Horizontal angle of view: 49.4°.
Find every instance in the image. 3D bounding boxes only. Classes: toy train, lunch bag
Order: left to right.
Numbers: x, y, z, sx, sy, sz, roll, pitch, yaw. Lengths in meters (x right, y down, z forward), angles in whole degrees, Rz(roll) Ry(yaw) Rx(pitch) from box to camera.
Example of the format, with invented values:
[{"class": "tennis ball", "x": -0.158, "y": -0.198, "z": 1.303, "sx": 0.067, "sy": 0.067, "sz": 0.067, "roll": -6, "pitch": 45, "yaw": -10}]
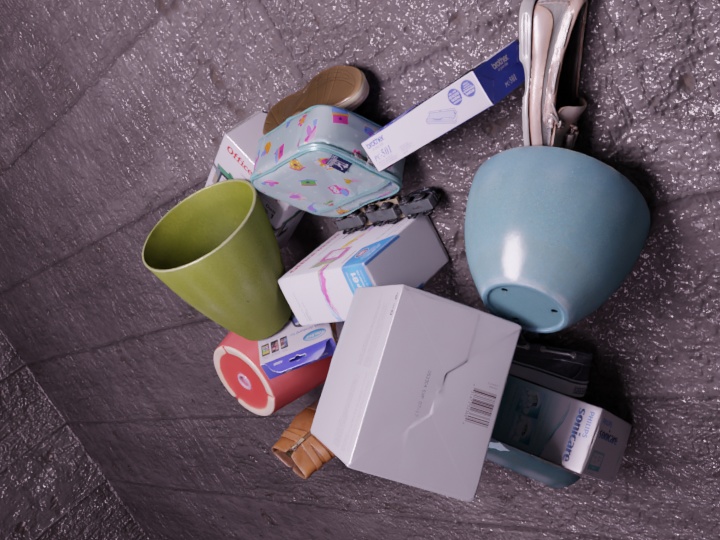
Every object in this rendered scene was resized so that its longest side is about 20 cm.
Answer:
[{"class": "lunch bag", "x": -0.039, "y": -0.136, "z": 1.030, "sx": 0.160, "sy": 0.078, "sz": 0.199, "roll": 24, "pitch": 158, "yaw": -32}, {"class": "toy train", "x": 0.034, "y": -0.084, "z": 1.077, "sx": 0.199, "sy": 0.046, "sz": 0.034, "roll": -10, "pitch": 118, "yaw": 48}]

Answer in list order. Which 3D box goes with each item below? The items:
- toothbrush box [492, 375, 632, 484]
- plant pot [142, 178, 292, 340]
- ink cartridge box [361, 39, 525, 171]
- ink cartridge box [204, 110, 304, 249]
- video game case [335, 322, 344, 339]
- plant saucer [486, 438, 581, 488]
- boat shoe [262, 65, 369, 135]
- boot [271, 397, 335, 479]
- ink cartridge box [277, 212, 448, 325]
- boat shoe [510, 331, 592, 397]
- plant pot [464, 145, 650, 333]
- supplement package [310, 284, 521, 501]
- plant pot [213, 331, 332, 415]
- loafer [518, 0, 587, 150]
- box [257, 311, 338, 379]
[{"class": "toothbrush box", "x": 0.231, "y": 0.196, "z": 1.020, "sx": 0.199, "sy": 0.086, "sz": 0.146, "roll": 16, "pitch": 172, "yaw": 35}, {"class": "plant pot", "x": -0.184, "y": 0.003, "z": 1.151, "sx": 0.186, "sy": 0.188, "sz": 0.201, "roll": 8, "pitch": 141, "yaw": 42}, {"class": "ink cartridge box", "x": 0.094, "y": -0.183, "z": 0.888, "sx": 0.199, "sy": 0.094, "sz": 0.044, "roll": -24, "pitch": 103, "yaw": 52}, {"class": "ink cartridge box", "x": -0.158, "y": -0.122, "z": 1.209, "sx": 0.146, "sy": 0.084, "sz": 0.200, "roll": 45, "pitch": 143, "yaw": 6}, {"class": "video game case", "x": 0.021, "y": 0.154, "z": 1.252, "sx": 0.142, "sy": 0.017, "sz": 0.201, "roll": 24, "pitch": 137, "yaw": 33}, {"class": "plant saucer", "x": 0.179, "y": 0.233, "z": 0.993, "sx": 0.199, "sy": 0.028, "sz": 0.200, "roll": 22, "pitch": 171, "yaw": 3}, {"class": "boat shoe", "x": -0.050, "y": -0.212, "z": 1.046, "sx": 0.065, "sy": 0.073, "sz": 0.199, "roll": 28, "pitch": 151, "yaw": -35}, {"class": "boot", "x": -0.048, "y": 0.315, "z": 1.408, "sx": 0.199, "sy": 0.155, "sz": 0.077, "roll": 27, "pitch": 138, "yaw": 27}, {"class": "ink cartridge box", "x": 0.000, "y": 0.000, "z": 1.099, "sx": 0.199, "sy": 0.144, "sz": 0.085, "roll": -12, "pitch": 112, "yaw": 50}, {"class": "boat shoe", "x": 0.211, "y": 0.103, "z": 1.037, "sx": 0.199, "sy": 0.071, "sz": 0.068, "roll": 18, "pitch": 97, "yaw": 41}, {"class": "plant pot", "x": 0.194, "y": -0.014, "z": 0.840, "sx": 0.198, "sy": 0.136, "sz": 0.201, "roll": 20, "pitch": 152, "yaw": 11}, {"class": "supplement package", "x": 0.055, "y": 0.129, "z": 0.886, "sx": 0.146, "sy": 0.193, "sz": 0.200, "roll": 20, "pitch": 173, "yaw": -13}, {"class": "plant pot", "x": -0.140, "y": 0.138, "z": 1.336, "sx": 0.199, "sy": 0.177, "sz": 0.202, "roll": 27, "pitch": 138, "yaw": 27}, {"class": "loafer", "x": 0.202, "y": -0.182, "z": 0.802, "sx": 0.062, "sy": 0.072, "sz": 0.202, "roll": 9, "pitch": 124, "yaw": 32}, {"class": "box", "x": -0.101, "y": 0.084, "z": 1.212, "sx": 0.201, "sy": 0.118, "sz": 0.042, "roll": -105, "pitch": -8, "yaw": -48}]
